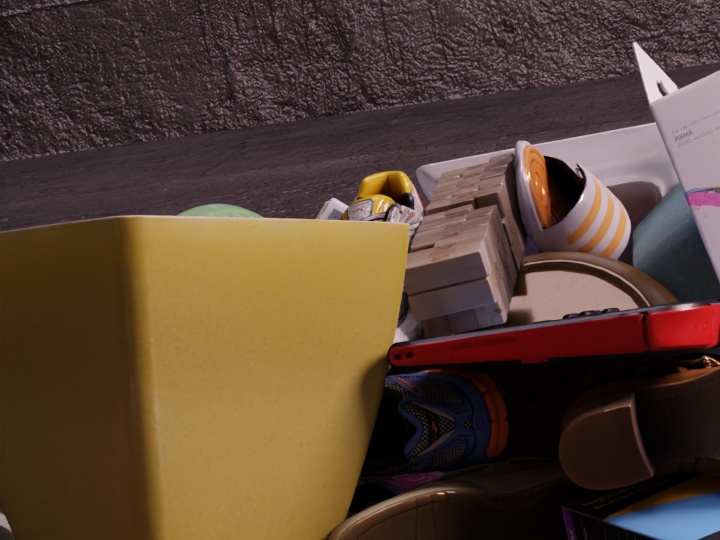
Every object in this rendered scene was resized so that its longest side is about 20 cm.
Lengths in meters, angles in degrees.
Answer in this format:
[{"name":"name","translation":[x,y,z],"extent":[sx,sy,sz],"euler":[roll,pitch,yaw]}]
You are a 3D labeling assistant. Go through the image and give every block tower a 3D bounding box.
[{"name":"block tower","translation":[0.072,-0.018,1.169],"extent":[0.058,0.054,0.200],"euler":[-13,18,17]}]

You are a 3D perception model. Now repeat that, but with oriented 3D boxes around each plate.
[{"name":"plate","translation":[0.158,-0.038,1.354],"extent":[0.199,0.032,0.200],"euler":[-11,-27,10]}]

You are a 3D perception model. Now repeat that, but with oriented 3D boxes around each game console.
[{"name":"game console","translation":[0.122,0.037,1.040],"extent":[0.176,0.031,0.200],"euler":[-4,-3,16]}]

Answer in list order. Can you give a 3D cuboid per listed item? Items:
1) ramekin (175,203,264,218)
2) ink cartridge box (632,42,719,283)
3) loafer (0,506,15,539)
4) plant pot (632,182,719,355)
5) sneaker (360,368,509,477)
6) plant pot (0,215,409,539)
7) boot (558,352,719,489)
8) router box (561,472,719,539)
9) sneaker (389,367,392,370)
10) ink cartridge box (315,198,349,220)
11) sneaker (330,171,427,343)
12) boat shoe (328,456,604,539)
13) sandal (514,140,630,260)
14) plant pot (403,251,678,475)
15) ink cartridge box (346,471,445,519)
[{"name":"ramekin","translation":[-0.077,0.059,1.250],"extent":[0.097,0.201,0.200],"euler":[11,23,40]},{"name":"ink cartridge box","translation":[0.237,-0.049,1.078],"extent":[0.067,0.201,0.116],"euler":[-24,-18,18]},{"name":"loafer","translation":[-0.214,0.179,1.080],"extent":[0.199,0.070,0.075],"euler":[-4,18,30]},{"name":"plant pot","translation":[0.297,0.003,1.235],"extent":[0.199,0.197,0.196],"euler":[-19,10,13]},{"name":"sneaker","translation":[-0.010,0.092,1.074],"extent":[0.199,0.076,0.078],"euler":[-14,-7,38]},{"name":"plant pot","translation":[-0.104,0.066,0.999],"extent":[0.199,0.177,0.200],"euler":[0,-4,-43]},{"name":"boot","translation":[0.211,0.079,1.002],"extent":[0.199,0.077,0.155],"euler":[-16,2,16]},{"name":"router box","translation":[0.234,0.134,0.978],"extent":[0.199,0.051,0.149],"euler":[-15,11,-26]},{"name":"sneaker","translation":[-0.029,0.063,1.458],"extent":[0.200,0.076,0.077],"euler":[-21,12,-37]},{"name":"ink cartridge box","translation":[0.085,0.027,1.324],"extent":[0.200,0.044,0.198],"euler":[27,-3,30]},{"name":"sneaker","translation":[0.000,0.000,1.149],"extent":[0.078,0.082,0.200],"euler":[-9,24,15]},{"name":"boat shoe","translation":[0.063,0.150,1.023],"extent":[0.199,0.074,0.066],"euler":[-5,5,-30]},{"name":"sandal","translation":[0.166,-0.024,1.262],"extent":[0.059,0.207,0.079],"euler":[-17,47,21]},{"name":"plant pot","translation":[0.119,0.065,1.150],"extent":[0.199,0.028,0.201],"euler":[-9,54,13]},{"name":"ink cartridge box","translation":[-0.048,0.164,1.108],"extent":[0.199,0.042,0.119],"euler":[-19,15,-32]}]
